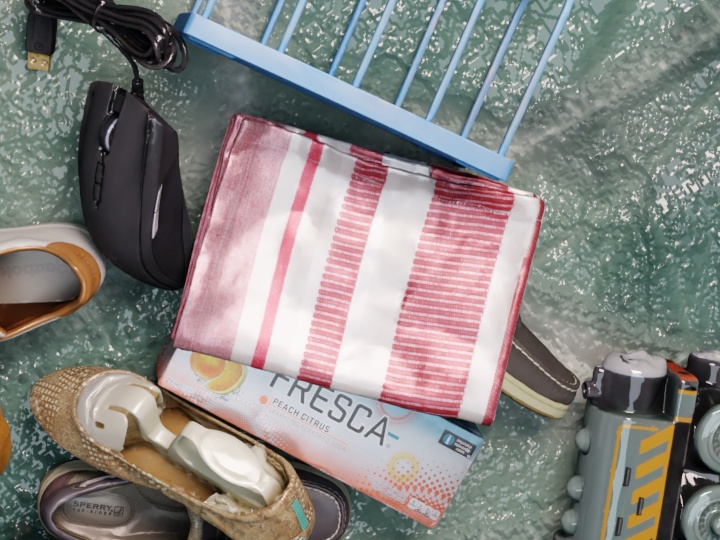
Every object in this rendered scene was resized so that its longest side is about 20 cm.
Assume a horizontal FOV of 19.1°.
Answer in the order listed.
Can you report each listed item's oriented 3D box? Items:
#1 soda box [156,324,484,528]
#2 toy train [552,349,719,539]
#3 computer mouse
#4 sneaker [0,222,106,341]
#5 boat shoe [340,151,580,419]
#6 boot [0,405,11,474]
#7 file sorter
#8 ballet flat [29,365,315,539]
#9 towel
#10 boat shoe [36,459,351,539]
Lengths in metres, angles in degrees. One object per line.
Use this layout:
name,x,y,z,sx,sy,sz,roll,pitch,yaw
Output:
soda box,-0.026,0.080,1.325,0.199,0.064,0.069,29,97,-11
toy train,0.182,0.146,1.343,0.113,0.085,0.202,6,101,-13
computer mouse,-0.159,-0.080,1.264,0.046,0.140,0.201,-31,141,-34
sneaker,-0.253,0.009,1.281,0.198,0.085,0.073,-11,104,-1
boat shoe,0.066,0.009,1.315,0.201,0.072,0.066,41,101,-7
boot,-0.288,0.155,1.276,0.201,0.144,0.071,-44,101,5
file sorter,0.007,-0.151,1.244,0.199,0.139,0.124,24,92,-10
ballet flat,-0.113,0.100,1.287,0.199,0.065,0.071,25,60,13
towel,0.000,0.000,1.269,0.198,0.023,0.145,15,88,-3
boat shoe,-0.103,0.155,1.333,0.198,0.065,0.073,5,101,-6
